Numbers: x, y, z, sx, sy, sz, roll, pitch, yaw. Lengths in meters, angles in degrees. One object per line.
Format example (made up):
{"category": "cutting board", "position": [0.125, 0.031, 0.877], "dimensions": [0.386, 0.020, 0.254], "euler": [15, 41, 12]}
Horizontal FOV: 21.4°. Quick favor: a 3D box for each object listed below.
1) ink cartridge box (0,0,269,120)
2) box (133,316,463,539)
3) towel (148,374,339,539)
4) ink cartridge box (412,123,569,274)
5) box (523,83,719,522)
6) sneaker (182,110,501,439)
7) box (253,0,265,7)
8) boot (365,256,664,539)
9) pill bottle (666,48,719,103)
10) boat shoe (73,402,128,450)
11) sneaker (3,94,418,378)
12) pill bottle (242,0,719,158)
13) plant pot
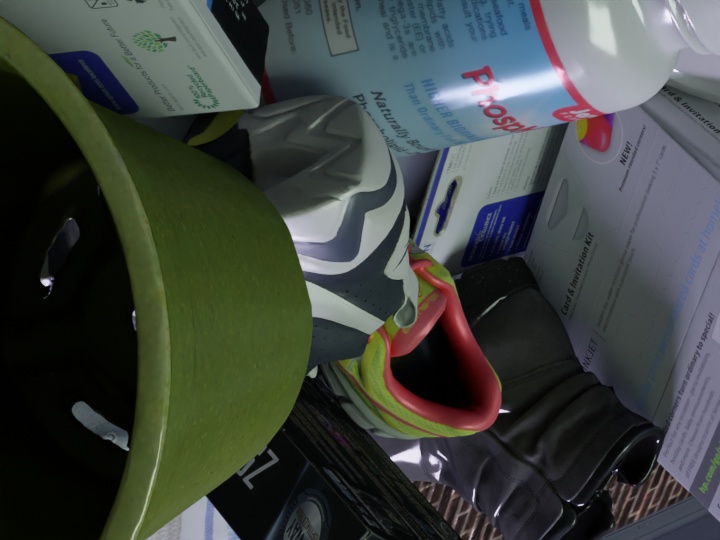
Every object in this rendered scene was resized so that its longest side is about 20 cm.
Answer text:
{"category": "ink cartridge box", "position": [-0.139, -0.083, 0.631], "dimensions": [0.198, 0.039, 0.100], "euler": [-5, 152, 18]}
{"category": "box", "position": [-0.031, 0.081, 0.839], "dimensions": [0.044, 0.200, 0.160], "euler": [-47, 147, 4]}
{"category": "towel", "position": [-0.074, 0.133, 1.006], "dimensions": [0.199, 0.024, 0.148], "euler": [-23, 139, -29]}
{"category": "ink cartridge box", "position": [0.094, -0.057, 0.957], "dimensions": [0.199, 0.039, 0.100], "euler": [-15, 136, -39]}
{"category": "box", "position": [0.160, 0.017, 0.878], "dimensions": [0.041, 0.200, 0.157], "euler": [-17, 137, -36]}
{"category": "sneaker", "position": [0.000, 0.000, 0.839], "dimensions": [0.078, 0.090, 0.200], "euler": [-49, 119, -16]}
{"category": "box", "position": [-0.040, -0.185, 0.662], "dimensions": [0.200, 0.079, 0.141], "euler": [-41, 148, -4]}
{"category": "boot", "position": [0.052, 0.102, 0.946], "dimensions": [0.069, 0.132, 0.200], "euler": [-11, 148, -43]}
{"category": "pill bottle", "position": [0.183, -0.180, 0.839], "dimensions": [0.112, 0.112, 0.201], "euler": [41, 71, -56]}
{"category": "boat shoe", "position": [-0.177, 0.121, 0.841], "dimensions": [0.200, 0.072, 0.070], "euler": [-40, 145, -8]}
{"category": "sneaker", "position": [-0.067, 0.005, 0.754], "dimensions": [0.198, 0.080, 0.130], "euler": [-13, 138, 14]}
{"category": "pill bottle", "position": [0.053, -0.106, 0.726], "dimensions": [0.199, 0.110, 0.109], "euler": [-10, 158, 28]}
{"category": "plant pot", "position": [-0.104, 0.020, 0.585], "dimensions": [0.201, 0.200, 0.190], "euler": [-54, 163, 14]}
